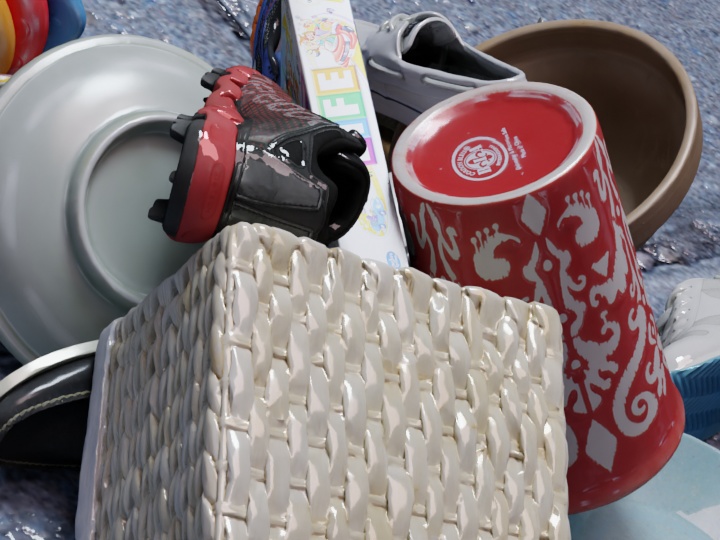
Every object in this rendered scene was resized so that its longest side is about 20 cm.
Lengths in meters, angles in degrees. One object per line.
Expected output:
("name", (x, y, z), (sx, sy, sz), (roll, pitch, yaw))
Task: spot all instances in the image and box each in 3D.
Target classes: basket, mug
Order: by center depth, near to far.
("basket", (-0.015, 0.105, 1.051), (0.198, 0.161, 0.201), (15, 58, -24))
("mug", (0.075, 0.006, 1.192), (0.133, 0.200, 0.177), (-38, 41, -26))

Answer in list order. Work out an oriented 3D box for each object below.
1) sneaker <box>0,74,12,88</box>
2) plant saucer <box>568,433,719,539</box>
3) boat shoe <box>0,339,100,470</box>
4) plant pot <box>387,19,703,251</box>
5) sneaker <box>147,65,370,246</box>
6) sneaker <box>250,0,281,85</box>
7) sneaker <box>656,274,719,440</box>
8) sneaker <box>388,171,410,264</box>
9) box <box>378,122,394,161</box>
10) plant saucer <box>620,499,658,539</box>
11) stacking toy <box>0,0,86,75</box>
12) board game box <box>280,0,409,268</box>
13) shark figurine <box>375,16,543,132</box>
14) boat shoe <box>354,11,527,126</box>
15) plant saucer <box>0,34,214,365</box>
("sneaker", (-0.184, -0.073, 1.260), (0.075, 0.090, 0.200), (35, 33, 4))
("plant saucer", (0.183, 0.168, 1.240), (0.201, 0.039, 0.201), (22, 34, -16))
("boat shoe", (-0.107, 0.079, 1.143), (0.200, 0.072, 0.068), (2, 39, -42))
("plant pot", (0.125, -0.057, 1.427), (0.093, 0.200, 0.201), (61, 6, -46))
("sneaker", (-0.043, -0.051, 1.099), (0.098, 0.071, 0.200), (15, 14, -3))
("sneaker", (-0.041, -0.100, 1.358), (0.075, 0.078, 0.201), (3, 74, -9))
("sneaker", (0.223, 0.054, 1.471), (0.081, 0.077, 0.200), (37, 25, 20))
("sneaker", (0.000, 0.000, 1.317), (0.200, 0.074, 0.080), (-35, 45, -30))
("box", (0.010, -0.037, 1.444), (0.163, 0.021, 0.200), (-3, 46, -44))
("plant saucer", (0.091, 0.169, 1.229), (0.200, 0.038, 0.200), (22, 34, -16))
("stacking toy", (-0.256, -0.124, 1.224), (0.116, 0.110, 0.200), (52, 46, -4))
("board game box", (-0.011, -0.044, 1.205), (0.034, 0.135, 0.201), (-7, 59, -7))
("shark figurine", (0.078, -0.127, 1.536), (0.214, 0.090, 0.128), (-3, 49, -49))
("boat shoe", (0.040, -0.130, 1.399), (0.073, 0.066, 0.200), (-20, 35, -35))
("plant saucer", (-0.114, -0.028, 1.190), (0.200, 0.050, 0.201), (2, 86, -33))
